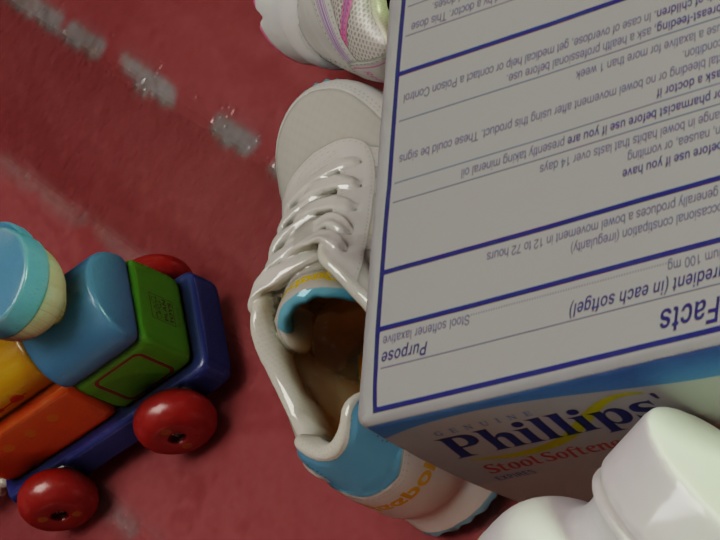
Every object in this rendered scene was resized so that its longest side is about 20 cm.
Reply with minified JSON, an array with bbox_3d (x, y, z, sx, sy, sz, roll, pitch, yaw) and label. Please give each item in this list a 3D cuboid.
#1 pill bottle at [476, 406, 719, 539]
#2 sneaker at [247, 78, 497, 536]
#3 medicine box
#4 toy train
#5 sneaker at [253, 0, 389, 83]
[{"bbox_3d":[0.061,0.143,0.907,0.200,0.111,0.111,-51,43,17],"label":"pill bottle"},{"bbox_3d":[0.000,0.000,1.068,0.077,0.081,0.200,-39,46,27],"label":"sneaker"},{"bbox_3d":[0.104,-0.038,0.967,0.182,0.103,0.200,-16,60,39],"label":"medicine box"},{"bbox_3d":[-0.160,0.055,1.171,0.200,0.116,0.085,-33,50,28],"label":"toy train"},{"bbox_3d":[0.042,-0.154,1.111,0.088,0.081,0.200,40,108,46],"label":"sneaker"}]
